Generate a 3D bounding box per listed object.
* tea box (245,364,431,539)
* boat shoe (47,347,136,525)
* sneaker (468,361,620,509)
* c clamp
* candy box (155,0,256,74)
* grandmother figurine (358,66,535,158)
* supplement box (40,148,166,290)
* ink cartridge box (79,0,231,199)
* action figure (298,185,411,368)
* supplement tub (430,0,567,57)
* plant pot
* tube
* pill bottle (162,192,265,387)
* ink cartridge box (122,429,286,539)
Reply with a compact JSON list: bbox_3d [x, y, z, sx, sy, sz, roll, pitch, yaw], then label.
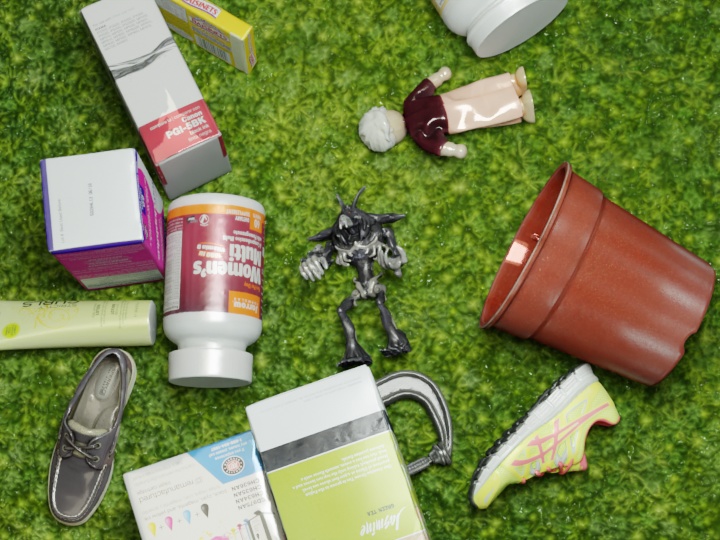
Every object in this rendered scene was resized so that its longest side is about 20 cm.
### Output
[{"bbox_3d":[-0.015,0.224,1.509,0.133,0.200,0.197,-19,75,0],"label":"tea box"},{"bbox_3d":[-0.297,0.177,1.615,0.072,0.065,0.200,17,79,4],"label":"boat shoe"},{"bbox_3d":[0.201,0.194,1.601,0.200,0.078,0.090,-43,87,-6],"label":"sneaker"},{"bbox_3d":[0.020,0.210,1.628,0.200,0.027,0.171,-31,74,-4],"label":"c clamp"},{"bbox_3d":[-0.210,-0.301,1.700,0.200,0.102,0.026,31,75,7],"label":"candy box"},{"bbox_3d":[0.096,-0.176,1.694,0.200,0.061,0.121,-12,50,1],"label":"grandmother figurine"},{"bbox_3d":[-0.271,-0.051,1.596,0.103,0.200,0.101,-7,78,-2],"label":"supplement box"},{"bbox_3d":[-0.226,-0.199,1.654,0.083,0.147,0.200,-26,79,-6],"label":"ink cartridge box"},{"bbox_3d":[0.000,0.000,1.633,0.119,0.102,0.200,-14,79,10],"label":"action figure"},{"bbox_3d":[0.132,-0.359,1.686,0.145,0.145,0.200,-30,79,-6],"label":"supplement tub"},{"bbox_3d":[0.259,0.017,1.588,0.195,0.201,0.201,28,79,-2],"label":"plant pot"},{"bbox_3d":[-0.329,0.060,1.648,0.200,0.058,0.052,-1,94,2],"label":"tube"},{"bbox_3d":[-0.161,0.024,1.624,0.109,0.110,0.200,0,77,1],"label":"pill bottle"},{"bbox_3d":[-0.141,0.290,1.547,0.147,0.145,0.200,-19,78,-3],"label":"ink cartridge box"}]
